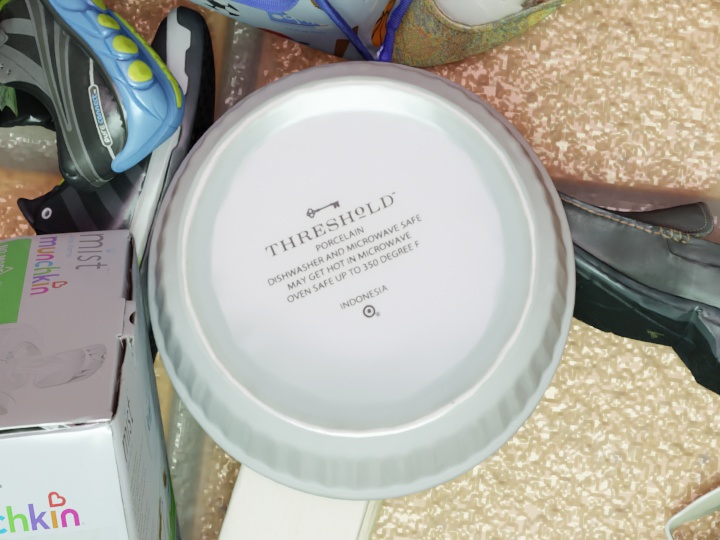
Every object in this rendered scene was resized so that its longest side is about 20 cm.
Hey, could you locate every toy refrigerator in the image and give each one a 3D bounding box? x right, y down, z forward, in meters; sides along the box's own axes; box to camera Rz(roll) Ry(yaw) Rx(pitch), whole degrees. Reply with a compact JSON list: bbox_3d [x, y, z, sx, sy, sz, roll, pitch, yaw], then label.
[{"bbox_3d":[-0.020,0.097,1.156,0.070,0.076,0.201,16,83,3],"label":"toy refrigerator"}]

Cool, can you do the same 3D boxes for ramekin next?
[{"bbox_3d":[0.000,0.000,1.082,0.201,0.094,0.204,0,83,1],"label":"ramekin"}]

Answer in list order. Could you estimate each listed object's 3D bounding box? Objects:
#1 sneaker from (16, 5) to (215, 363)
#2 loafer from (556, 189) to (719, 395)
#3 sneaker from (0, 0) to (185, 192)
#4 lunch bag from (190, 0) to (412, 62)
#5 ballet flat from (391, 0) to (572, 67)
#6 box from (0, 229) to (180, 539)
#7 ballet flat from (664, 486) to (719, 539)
[{"bbox_3d":[-0.125,-0.036,1.176,0.082,0.072,0.201,13,84,4],"label":"sneaker"},{"bbox_3d":[0.147,-0.001,1.172,0.199,0.073,0.073,30,76,-5],"label":"loafer"},{"bbox_3d":[-0.162,-0.114,1.158,0.083,0.071,0.200,-45,57,7],"label":"sneaker"},{"bbox_3d":[-0.066,-0.185,1.111,0.169,0.200,0.124,21,83,20],"label":"lunch bag"},{"bbox_3d":[0.092,-0.160,1.189,0.199,0.071,0.071,-22,83,-1],"label":"ballet flat"},{"bbox_3d":[-0.133,0.102,1.066,0.096,0.200,0.177,-7,114,0],"label":"box"},{"bbox_3d":[0.157,0.156,1.159,0.200,0.068,0.067,-41,65,-9],"label":"ballet flat"}]
